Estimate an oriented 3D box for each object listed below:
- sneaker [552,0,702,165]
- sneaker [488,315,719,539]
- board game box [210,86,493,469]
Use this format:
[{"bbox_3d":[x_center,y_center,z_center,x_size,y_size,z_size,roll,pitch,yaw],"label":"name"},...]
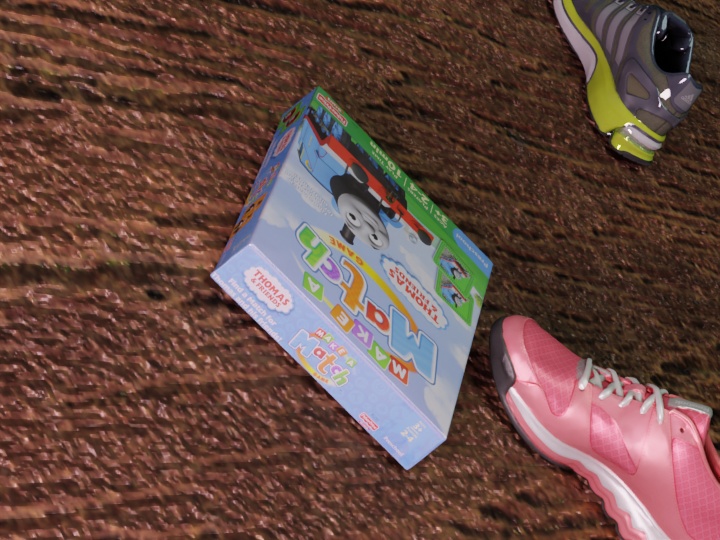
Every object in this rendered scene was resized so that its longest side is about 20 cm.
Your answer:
[{"bbox_3d":[0.201,-0.169,2.021,0.074,0.081,0.201,27,35,-41],"label":"sneaker"},{"bbox_3d":[0.159,0.089,1.612,0.200,0.087,0.074,47,25,-10],"label":"sneaker"},{"bbox_3d":[0.000,0.000,1.527,0.151,0.037,0.200,45,27,-14],"label":"board game box"}]
